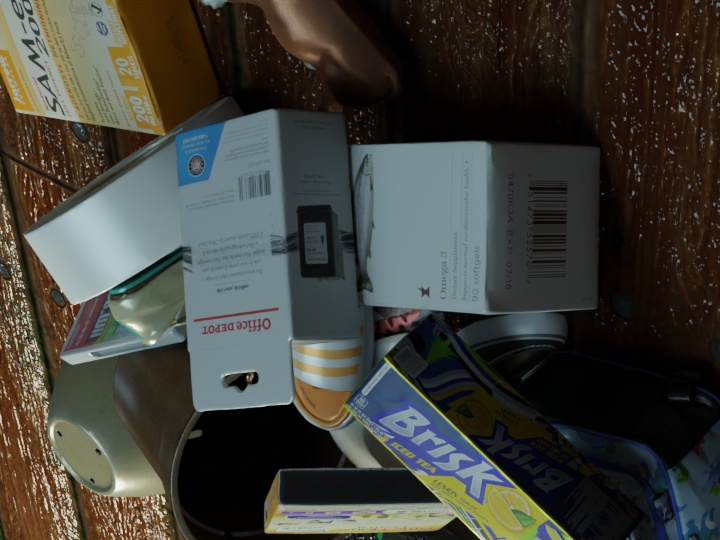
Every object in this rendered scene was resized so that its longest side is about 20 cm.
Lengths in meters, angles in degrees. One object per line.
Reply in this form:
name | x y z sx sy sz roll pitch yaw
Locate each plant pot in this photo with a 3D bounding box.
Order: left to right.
plant pot | -0.220 0.138 1.855 0.200 0.134 0.200 29 140 28
plant pot | -0.107 0.123 1.648 0.198 0.200 0.200 36 149 54

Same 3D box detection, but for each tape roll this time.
tape roll | -0.167 -0.057 1.550 0.071 0.202 0.202 56 145 -9

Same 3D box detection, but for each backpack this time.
backpack | 0.186 0.180 1.424 0.183 0.147 0.200 10 132 46

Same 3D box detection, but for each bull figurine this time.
bull figurine | -0.048 -0.195 1.404 0.200 0.065 0.121 56 149 -5

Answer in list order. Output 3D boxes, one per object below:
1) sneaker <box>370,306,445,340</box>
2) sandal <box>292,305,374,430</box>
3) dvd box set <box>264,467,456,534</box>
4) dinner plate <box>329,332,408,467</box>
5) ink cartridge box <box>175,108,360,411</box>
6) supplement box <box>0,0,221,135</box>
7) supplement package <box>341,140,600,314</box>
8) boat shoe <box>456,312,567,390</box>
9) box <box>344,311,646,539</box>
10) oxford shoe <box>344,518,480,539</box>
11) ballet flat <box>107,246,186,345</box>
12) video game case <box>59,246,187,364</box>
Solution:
sneaker | 0.000 0.000 1.528 0.200 0.071 0.098 0 120 47
sandal | -0.032 0.022 1.476 0.079 0.059 0.207 13 103 30
dvd box set | 0.003 0.177 1.480 0.200 0.146 0.029 110 159 -76
dinner plate | 0.067 0.126 1.535 0.200 0.024 0.200 7 135 7
ink cartridge box | -0.065 -0.005 1.355 0.116 0.067 0.200 -8 84 47
supplement box | -0.221 -0.189 1.595 0.200 0.074 0.126 11 130 43
supplement package | 0.056 -0.032 1.361 0.200 0.117 0.117 2 93 47
boat shoe | 0.078 0.086 1.401 0.200 0.070 0.066 -27 63 44
box | 0.089 0.127 1.304 0.200 0.064 0.070 44 137 6
oxford shoe | 0.042 0.215 1.676 0.200 0.084 0.073 15 135 44
ballet flat | -0.106 -0.011 1.525 0.069 0.200 0.069 51 168 15
video game case | -0.184 0.007 1.689 0.017 0.143 0.200 34 154 -28
